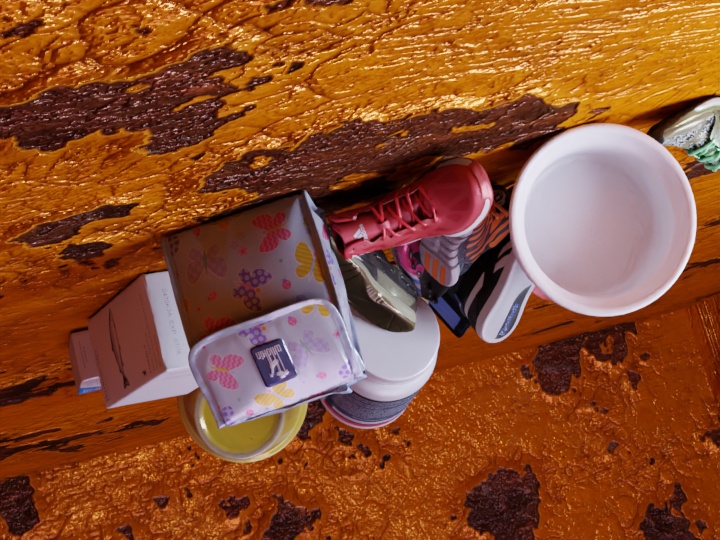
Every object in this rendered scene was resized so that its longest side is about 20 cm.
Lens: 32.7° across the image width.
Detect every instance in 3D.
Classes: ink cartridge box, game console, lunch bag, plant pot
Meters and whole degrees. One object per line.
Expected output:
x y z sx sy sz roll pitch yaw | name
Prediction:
-0.287 0.104 1.648 0.197 0.068 0.116 -13 170 -18 | ink cartridge box
0.068 0.054 1.817 0.118 0.173 0.200 -41 173 -8 | game console
-0.095 0.043 1.254 0.167 0.203 0.127 -16 170 7 | lunch bag
-0.171 0.188 1.781 0.198 0.204 0.189 -15 -175 -3 | plant pot

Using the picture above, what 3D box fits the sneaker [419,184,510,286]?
0.123 -0.074 1.367 0.112 0.078 0.201 -39 160 -22 | sneaker

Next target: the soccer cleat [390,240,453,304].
0.062 -0.032 1.485 0.070 0.086 0.201 -39 150 -12 | soccer cleat

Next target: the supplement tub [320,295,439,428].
0.021 0.114 1.589 0.138 0.142 0.200 -13 161 -17 | supplement tub

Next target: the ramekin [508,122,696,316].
0.254 -0.052 1.331 0.198 0.203 0.098 -16 178 -1 | ramekin

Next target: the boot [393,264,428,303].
0.012 0.065 1.731 0.172 0.067 0.201 0 145 5 | boot

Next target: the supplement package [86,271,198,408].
-0.233 0.081 1.473 0.116 0.119 0.199 -9 167 -34 | supplement package

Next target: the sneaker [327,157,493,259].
0.042 -0.050 1.261 0.115 0.079 0.199 -25 178 -36 | sneaker

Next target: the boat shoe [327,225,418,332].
0.001 0.000 1.443 0.071 0.067 0.201 -13 139 38 | boat shoe

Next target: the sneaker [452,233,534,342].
0.172 -0.026 1.466 0.072 0.112 0.201 17 112 -40 | sneaker

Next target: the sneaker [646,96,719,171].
0.401 -0.141 1.369 0.198 0.090 0.077 -8 168 -35 | sneaker

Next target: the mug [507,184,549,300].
0.278 -0.060 1.502 0.199 0.135 0.176 -29 166 38 | mug
